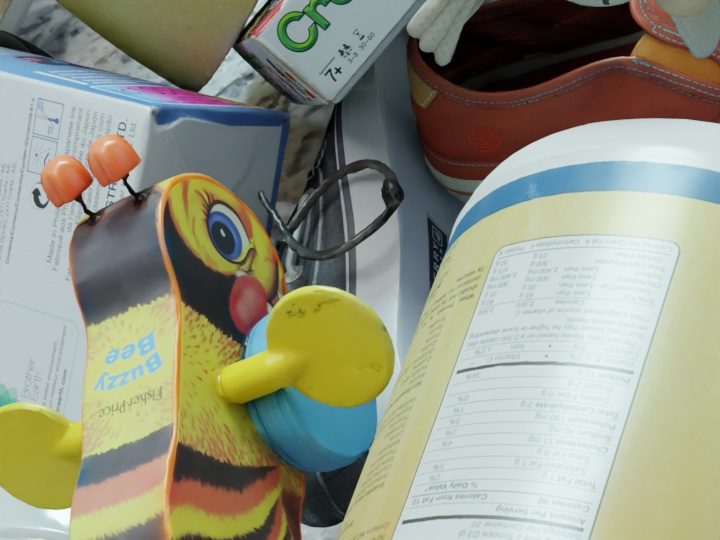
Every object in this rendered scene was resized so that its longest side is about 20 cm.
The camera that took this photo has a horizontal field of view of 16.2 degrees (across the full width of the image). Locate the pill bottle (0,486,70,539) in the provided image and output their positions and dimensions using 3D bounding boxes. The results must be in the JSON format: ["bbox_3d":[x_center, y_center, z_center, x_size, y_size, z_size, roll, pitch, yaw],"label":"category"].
[{"bbox_3d":[-0.107,0.161,0.716,0.109,0.109,0.200,-9,47,31],"label":"pill bottle"}]

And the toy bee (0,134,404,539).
[{"bbox_3d":[-0.055,0.022,0.705,0.131,0.109,0.200,-36,34,14],"label":"toy bee"}]

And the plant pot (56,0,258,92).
[{"bbox_3d":[-0.079,-0.177,0.839,0.200,0.142,0.200,-157,90,-80],"label":"plant pot"}]

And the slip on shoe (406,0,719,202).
[{"bbox_3d":[0.105,-0.074,0.779,0.200,0.061,0.074,-14,42,21],"label":"slip on shoe"}]

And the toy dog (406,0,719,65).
[{"bbox_3d":[0.114,-0.114,0.712,0.200,0.096,0.132,-50,1,-27],"label":"toy dog"}]

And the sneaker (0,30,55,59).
[{"bbox_3d":[-0.112,-0.021,0.923,0.077,0.082,0.200,-37,39,1],"label":"sneaker"}]

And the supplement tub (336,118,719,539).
[{"bbox_3d":[0.067,0.078,0.636,0.144,0.145,0.200,-4,50,35],"label":"supplement tub"}]

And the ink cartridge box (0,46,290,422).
[{"bbox_3d":[-0.131,-0.007,0.848,0.200,0.076,0.137,15,97,33],"label":"ink cartridge box"}]

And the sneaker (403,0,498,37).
[{"bbox_3d":[0.029,-0.111,0.896,0.200,0.071,0.073,10,63,51],"label":"sneaker"}]

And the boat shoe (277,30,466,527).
[{"bbox_3d":[0.000,0.000,0.830,0.068,0.072,0.200,-25,43,23],"label":"boat shoe"}]

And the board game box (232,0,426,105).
[{"bbox_3d":[0.038,-0.137,0.798,0.200,0.035,0.126,-49,7,-1],"label":"board game box"}]

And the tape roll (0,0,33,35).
[{"bbox_3d":[-0.169,-0.135,0.996,0.202,0.071,0.203,-155,90,-89],"label":"tape roll"}]
